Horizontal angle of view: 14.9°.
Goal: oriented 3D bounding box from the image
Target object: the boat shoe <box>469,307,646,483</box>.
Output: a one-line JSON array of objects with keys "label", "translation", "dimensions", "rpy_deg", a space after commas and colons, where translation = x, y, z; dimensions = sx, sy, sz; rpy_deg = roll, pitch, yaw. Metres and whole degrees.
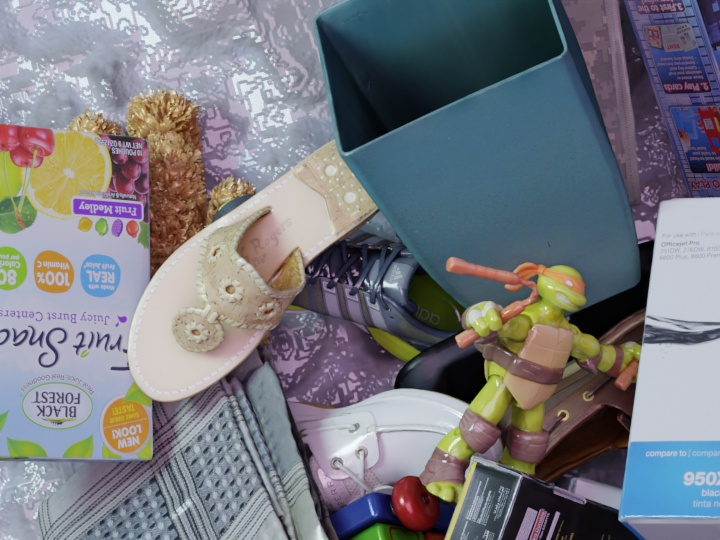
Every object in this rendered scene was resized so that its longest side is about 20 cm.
[{"label": "boat shoe", "translation": [0.162, 0.081, 1.714], "dimensions": [0.199, 0.072, 0.068], "rpy_deg": [-26, 50, -9]}]

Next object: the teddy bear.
[{"label": "teddy bear", "translation": [-0.129, -0.017, 1.761], "dimensions": [0.144, 0.067, 0.201], "rpy_deg": [-1, 85, 2]}]

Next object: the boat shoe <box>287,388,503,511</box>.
[{"label": "boat shoe", "translation": [-0.004, 0.121, 1.700], "dimensions": [0.199, 0.069, 0.071], "rpy_deg": [-7, 120, 38]}]

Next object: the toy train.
[{"label": "toy train", "translation": [0.065, 0.202, 1.679], "dimensions": [0.084, 0.199, 0.116], "rpy_deg": [-31, 60, 32]}]

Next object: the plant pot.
[{"label": "plant pot", "translation": [0.083, -0.069, 1.630], "dimensions": [0.141, 0.142, 0.200], "rpy_deg": [-23, 129, 10]}]

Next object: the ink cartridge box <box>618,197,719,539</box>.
[{"label": "ink cartridge box", "translation": [0.223, 0.074, 1.605], "dimensions": [0.084, 0.145, 0.201], "rpy_deg": [-3, 66, 28]}]

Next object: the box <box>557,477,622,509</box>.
[{"label": "box", "translation": [0.202, 0.228, 1.723], "dimensions": [0.199, 0.106, 0.153], "rpy_deg": [17, 86, 1]}]

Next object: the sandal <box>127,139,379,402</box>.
[{"label": "sandal", "translation": [-0.062, -0.009, 1.657], "dimensions": [0.212, 0.070, 0.078], "rpy_deg": [-43, 86, -6]}]

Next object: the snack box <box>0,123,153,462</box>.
[{"label": "snack box", "translation": [-0.197, 0.015, 1.677], "dimensions": [0.142, 0.053, 0.201], "rpy_deg": [4, 82, -36]}]

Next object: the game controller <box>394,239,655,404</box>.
[{"label": "game controller", "translation": [0.113, 0.047, 1.733], "dimensions": [0.199, 0.105, 0.042], "rpy_deg": [-26, 51, -9]}]

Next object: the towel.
[{"label": "towel", "translation": [-0.112, 0.154, 1.680], "dimensions": [0.200, 0.193, 0.035], "rpy_deg": [-40, 131, 15]}]

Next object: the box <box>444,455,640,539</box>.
[{"label": "box", "translation": [0.098, 0.225, 1.598], "dimensions": [0.159, 0.049, 0.201], "rpy_deg": [22, 86, -39]}]

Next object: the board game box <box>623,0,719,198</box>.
[{"label": "board game box", "translation": [0.252, -0.136, 1.734], "dimensions": [0.199, 0.061, 0.201], "rpy_deg": [-19, 105, -41]}]

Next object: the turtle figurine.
[{"label": "turtle figurine", "translation": [0.089, 0.059, 1.606], "dimensions": [0.064, 0.199, 0.162], "rpy_deg": [31, 102, 42]}]

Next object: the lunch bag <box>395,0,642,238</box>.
[{"label": "lunch bag", "translation": [0.086, -0.123, 1.742], "dimensions": [0.163, 0.118, 0.201], "rpy_deg": [-8, 99, -1]}]

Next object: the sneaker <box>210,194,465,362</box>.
[{"label": "sneaker", "translation": [0.000, 0.000, 1.728], "dimensions": [0.199, 0.081, 0.074], "rpy_deg": [20, 73, -19]}]
